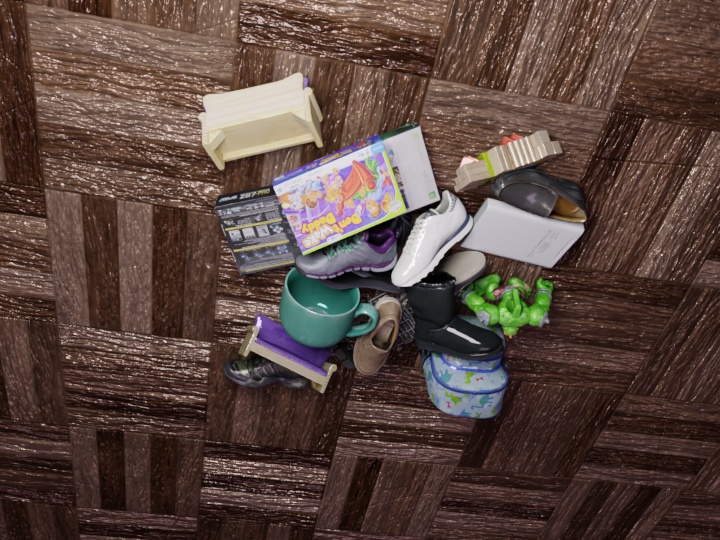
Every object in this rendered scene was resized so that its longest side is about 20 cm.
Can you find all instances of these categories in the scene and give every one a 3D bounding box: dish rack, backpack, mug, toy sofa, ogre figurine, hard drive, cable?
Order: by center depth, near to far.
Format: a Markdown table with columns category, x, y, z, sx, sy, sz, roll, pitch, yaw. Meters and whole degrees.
| category | x | y | z | sx | sy | sz | roll | pitch | yaw |
| --- | --- | --- | --- | --- | --- | --- | --- | --- | --- |
| toy sofa | -0.166 | -0.250 | 1.169 | 0.196 | 0.099 | 0.083 | -12 | 156 | 7 |
| cable | 0.017 | -0.108 | 1.297 | 0.160 | 0.051 | 0.202 | -8 | 126 | 5 |
| hard drive | 0.308 | -0.069 | 1.331 | 0.196 | 0.027 | 0.132 | 13 | 144 | -11 |
| mug | -0.075 | 0.086 | 1.365 | 0.151 | 0.185 | 0.116 | -25 | 146 | -42 |
| ogre figurine | 0.297 | 0.065 | 1.396 | 0.197 | 0.121 | 0.099 | 17 | 126 | -14 |
| backpack | 0.219 | 0.195 | 1.442 | 0.179 | 0.202 | 0.149 | 4 | 128 | -4 |
| toy sofa | -0.148 | 0.170 | 1.448 | 0.198 | 0.083 | 0.099 | 28 | 80 | -15 |
| dish rack | 0.015 | 0.122 | 1.474 | 0.198 | 0.055 | 0.154 | -27 | 125 | 15 |

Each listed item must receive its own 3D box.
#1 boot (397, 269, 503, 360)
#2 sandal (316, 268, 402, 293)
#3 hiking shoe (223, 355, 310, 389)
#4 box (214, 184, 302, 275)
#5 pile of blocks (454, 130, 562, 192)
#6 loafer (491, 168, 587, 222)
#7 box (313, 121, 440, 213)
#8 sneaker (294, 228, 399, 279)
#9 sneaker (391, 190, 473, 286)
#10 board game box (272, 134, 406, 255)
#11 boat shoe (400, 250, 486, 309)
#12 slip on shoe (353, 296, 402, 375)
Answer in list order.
| category | x | y | z | sx | sy | sz | roll | pitch | yaw |
| --- | --- | --- | --- | --- | --- | --- | --- | --- | --- |
| boot | 0.173 | 0.081 | 1.326 | 0.195 | 0.073 | 0.165 | 7 | 124 | 28 |
| sandal | 0.000 | 0.000 | 1.370 | 0.197 | 0.077 | 0.043 | 5 | 130 | -19 |
| hiking shoe | -0.201 | 0.200 | 1.523 | 0.196 | 0.076 | 0.102 | 5 | 116 | -14 |
| box | -0.158 | -0.082 | 1.313 | 0.196 | 0.049 | 0.163 | -11 | 125 | 6 |
| pile of blocks | 0.256 | -0.203 | 1.238 | 0.197 | 0.082 | 0.063 | -19 | 84 | 1 |
| loafer | 0.330 | -0.131 | 1.250 | 0.197 | 0.073 | 0.073 | 4 | 134 | -22 |
| box | 0.031 | -0.160 | 1.232 | 0.197 | 0.036 | 0.146 | -21 | 116 | -2 |
| sneaker | -0.025 | -0.043 | 1.274 | 0.196 | 0.075 | 0.088 | -7 | 136 | -16 |
| sneaker | 0.120 | -0.057 | 1.297 | 0.200 | 0.076 | 0.081 | -48 | 122 | -8 |
| board game box | -0.035 | -0.129 | 1.190 | 0.197 | 0.045 | 0.136 | -23 | 116 | 2 |
| boat shoe | 0.175 | 0.027 | 1.399 | 0.198 | 0.073 | 0.063 | -30 | 131 | 25 |
| slip on shoe | 0.037 | 0.149 | 1.423 | 0.075 | 0.061 | 0.202 | 14 | 124 | -15 |
